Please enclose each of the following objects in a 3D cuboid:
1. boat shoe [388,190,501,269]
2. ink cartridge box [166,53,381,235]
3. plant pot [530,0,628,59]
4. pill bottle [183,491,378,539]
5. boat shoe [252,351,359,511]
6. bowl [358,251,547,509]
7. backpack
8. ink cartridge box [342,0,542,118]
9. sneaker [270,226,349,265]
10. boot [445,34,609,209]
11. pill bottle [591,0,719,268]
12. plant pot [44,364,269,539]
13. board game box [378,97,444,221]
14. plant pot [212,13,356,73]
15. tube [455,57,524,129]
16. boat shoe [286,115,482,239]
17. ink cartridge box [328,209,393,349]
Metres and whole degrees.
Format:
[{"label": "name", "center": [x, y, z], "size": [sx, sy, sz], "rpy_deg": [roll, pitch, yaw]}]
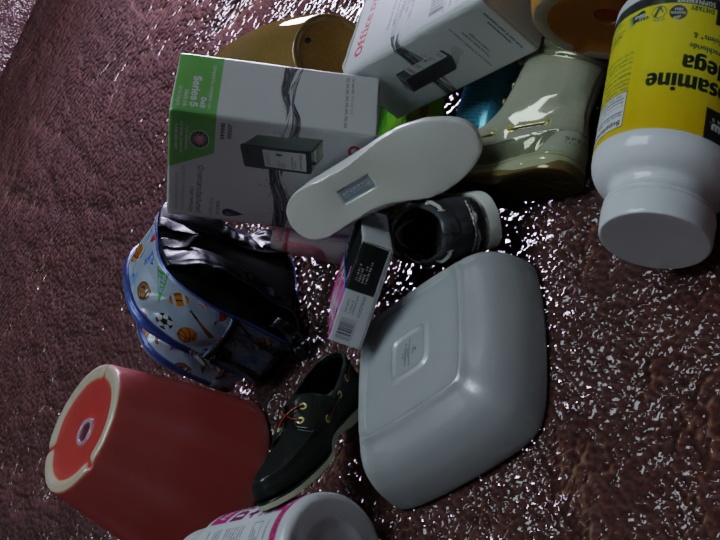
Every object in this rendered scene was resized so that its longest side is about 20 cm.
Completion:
[{"label": "boat shoe", "center": [0.061, -0.035, 1.238], "size": [0.200, 0.060, 0.075], "rpy_deg": [4, 106, 67]}, {"label": "ink cartridge box", "center": [-0.086, -0.121, 1.297], "size": [0.146, 0.197, 0.085], "rpy_deg": [101, 175, -49]}, {"label": "plant pot", "center": [0.220, -0.289, 1.123], "size": [0.199, 0.199, 0.186], "rpy_deg": [-11, 63, 53]}, {"label": "pill bottle", "center": [-0.082, 0.267, 1.183], "size": [0.199, 0.113, 0.115], "rpy_deg": [-23, 46, 47]}, {"label": "boat shoe", "center": [-0.052, 0.144, 1.203], "size": [0.073, 0.064, 0.202], "rpy_deg": [-22, 16, 32]}, {"label": "bowl", "center": [0.067, 0.084, 1.151], "size": [0.199, 0.074, 0.202], "rpy_deg": [-35, 37, 37]}, {"label": "backpack", "center": [-0.167, 0.024, 1.447], "size": [0.154, 0.190, 0.201], "rpy_deg": [-45, 32, 19]}, {"label": "ink cartridge box", "center": [0.087, -0.253, 1.276], "size": [0.199, 0.083, 0.146], "rpy_deg": [-20, 44, 47]}, {"label": "sneaker", "center": [-0.034, -0.048, 1.439], "size": [0.200, 0.103, 0.076], "rpy_deg": [-64, -16, -80]}, {"label": "boot", "center": [0.143, -0.142, 1.229], "size": [0.199, 0.072, 0.156], "rpy_deg": [-2, 64, 49]}, {"label": "pill bottle", "center": [0.238, -0.109, 1.011], "size": [0.112, 0.112, 0.202], "rpy_deg": [-19, 50, 50]}, {"label": "plant pot", "center": [-0.222, 0.199, 1.398], "size": [0.200, 0.176, 0.202], "rpy_deg": [-37, 37, 35]}, {"label": "board game box", "center": [0.045, -0.152, 1.395], "size": [0.102, 0.047, 0.202], "rpy_deg": [-49, 29, 45]}, {"label": "plant pot", "center": [-0.066, -0.203, 1.452], "size": [0.200, 0.185, 0.188], "rpy_deg": [-28, 40, 64]}, {"label": "tube", "center": [0.125, -0.173, 1.316], "size": [0.077, 0.050, 0.202], "rpy_deg": [7, 77, 64]}, {"label": "boat shoe", "center": [0.025, -0.089, 1.218], "size": [0.199, 0.072, 0.069], "rpy_deg": [-31, 13, 24]}, {"label": "ink cartridge box", "center": [0.000, 0.000, 1.251], "size": [0.200, 0.037, 0.096], "rpy_deg": [-84, 12, -78]}]
